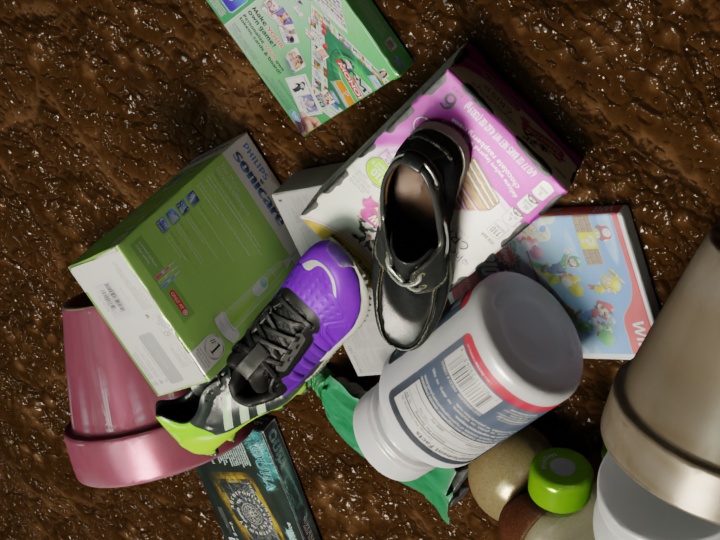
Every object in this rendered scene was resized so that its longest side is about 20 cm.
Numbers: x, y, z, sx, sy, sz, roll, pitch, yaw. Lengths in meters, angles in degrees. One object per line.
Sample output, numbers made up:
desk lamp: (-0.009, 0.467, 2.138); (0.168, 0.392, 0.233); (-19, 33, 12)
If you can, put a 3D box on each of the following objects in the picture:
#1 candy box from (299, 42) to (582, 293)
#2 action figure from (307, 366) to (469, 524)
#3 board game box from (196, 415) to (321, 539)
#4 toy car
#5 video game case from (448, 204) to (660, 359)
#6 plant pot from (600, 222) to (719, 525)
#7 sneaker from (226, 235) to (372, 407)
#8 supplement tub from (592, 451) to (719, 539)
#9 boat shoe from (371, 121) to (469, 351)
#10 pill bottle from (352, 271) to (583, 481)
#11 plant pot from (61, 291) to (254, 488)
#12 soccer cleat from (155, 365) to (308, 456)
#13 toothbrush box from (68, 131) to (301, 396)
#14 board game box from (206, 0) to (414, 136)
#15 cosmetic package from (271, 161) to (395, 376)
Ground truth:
candy box: (0.063, -0.066, 1.149); (0.136, 0.061, 0.200); (43, 126, -6)
action figure: (0.022, 0.158, 1.398); (0.199, 0.055, 0.119); (37, 149, 21)
board game box: (-0.124, 0.248, 1.610); (0.134, 0.028, 0.202); (4, 124, 36)
toy car: (0.162, 0.185, 1.287); (0.200, 0.156, 0.166); (44, 142, 45)
video game case: (0.156, 0.012, 1.207); (0.198, 0.017, 0.144); (-1, 122, 38)
plant pot: (0.292, 0.065, 1.035); (0.198, 0.200, 0.176); (22, 119, 22)
sneaker: (-0.061, 0.057, 1.191); (0.070, 0.099, 0.201); (47, 141, 15)
supplement tub: (0.265, 0.233, 1.154); (0.139, 0.141, 0.202); (13, 140, 30)
boat shoe: (0.037, -0.016, 1.111); (0.071, 0.068, 0.202); (17, 126, 13)
pill bottle: (0.085, 0.099, 1.213); (0.120, 0.120, 0.200); (46, 131, -4)
plant pot: (-0.226, 0.104, 1.467); (0.198, 0.199, 0.182); (-4, 106, 40)
soccer cleat: (-0.110, 0.102, 1.332); (0.199, 0.068, 0.081); (-39, 121, 20)
toothbrush box: (-0.144, -0.007, 1.289); (0.086, 0.200, 0.147); (-18, 112, 46)
board game box: (-0.060, -0.223, 1.177); (0.134, 0.029, 0.201); (-24, 106, 46)
cosmetic package: (0.000, 0.000, 1.294); (0.082, 0.051, 0.202); (-7, 118, 37)
